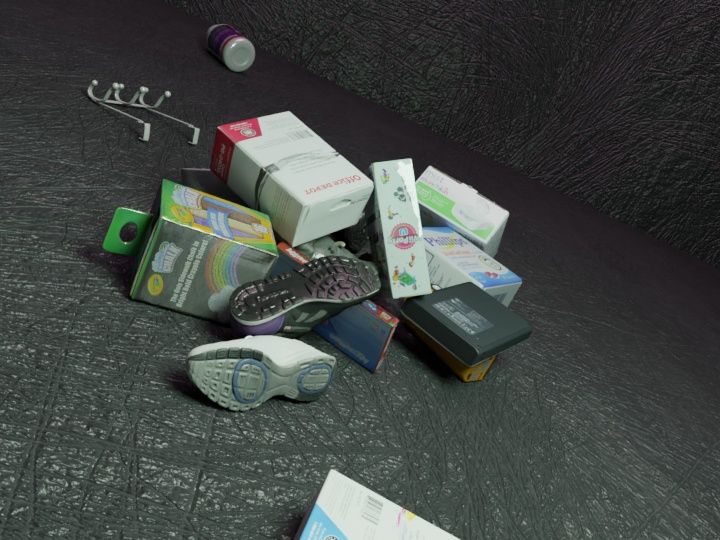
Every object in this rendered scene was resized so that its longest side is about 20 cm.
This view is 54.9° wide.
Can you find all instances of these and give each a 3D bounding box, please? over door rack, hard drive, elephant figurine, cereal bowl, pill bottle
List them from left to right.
[{"bbox_3d":[-0.441,-0.335,1.430,0.200,0.067,0.148,37,24,24],"label":"over door rack"},{"bbox_3d":[-0.439,-0.748,2.310,0.112,0.113,0.200,6,30,-43],"label":"pill bottle"},{"bbox_3d":[-0.202,-0.128,1.173,0.199,0.084,0.200,3,8,0],"label":"cereal bowl"},{"bbox_3d":[-0.094,-0.033,1.055,0.200,0.155,0.142,47,-5,40],"label":"elephant figurine"},{"bbox_3d":[0.171,0.076,1.082,0.139,0.033,0.200,38,27,27],"label":"hard drive"}]

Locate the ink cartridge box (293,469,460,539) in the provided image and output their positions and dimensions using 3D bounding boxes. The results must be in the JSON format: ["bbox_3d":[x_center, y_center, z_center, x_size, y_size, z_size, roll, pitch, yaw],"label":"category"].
[{"bbox_3d":[0.035,0.273,0.600,0.199,0.068,0.115,28,21,3],"label":"ink cartridge box"}]

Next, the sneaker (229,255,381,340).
[{"bbox_3d":[-0.072,0.043,0.896,0.199,0.088,0.076,-13,53,-19],"label":"sneaker"}]

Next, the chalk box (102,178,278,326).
[{"bbox_3d":[-0.226,-0.028,0.903,0.199,0.125,0.124,20,23,-22],"label":"chalk box"}]

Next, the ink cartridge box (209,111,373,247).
[{"bbox_3d":[-0.102,-0.139,1.024,0.200,0.084,0.145,43,42,23],"label":"ink cartridge box"}]

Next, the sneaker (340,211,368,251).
[{"bbox_3d":[-0.024,-0.092,1.367,0.087,0.076,0.200,17,15,10],"label":"sneaker"}]

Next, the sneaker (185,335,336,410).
[{"bbox_3d":[-0.122,0.111,0.807,0.200,0.075,0.087,13,12,-48],"label":"sneaker"}]

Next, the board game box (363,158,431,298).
[{"bbox_3d":[0.052,-0.059,1.078,0.064,0.201,0.148,-8,0,-7],"label":"board game box"}]

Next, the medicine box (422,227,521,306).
[{"bbox_3d":[0.172,0.010,1.317,0.200,0.103,0.182,39,24,27],"label":"medicine box"}]

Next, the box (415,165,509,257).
[{"bbox_3d":[0.201,-0.102,1.490,0.200,0.097,0.177,34,-20,16],"label":"box"}]

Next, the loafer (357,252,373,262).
[{"bbox_3d":[0.000,0.000,1.177,0.073,0.072,0.200,36,23,21],"label":"loafer"}]

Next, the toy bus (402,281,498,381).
[{"bbox_3d":[0.138,0.093,1.139,0.078,0.065,0.200,2,33,-44],"label":"toy bus"}]

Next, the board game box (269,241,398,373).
[{"bbox_3d":[-0.044,0.052,0.967,0.200,0.103,0.019,34,44,16],"label":"board game box"}]
